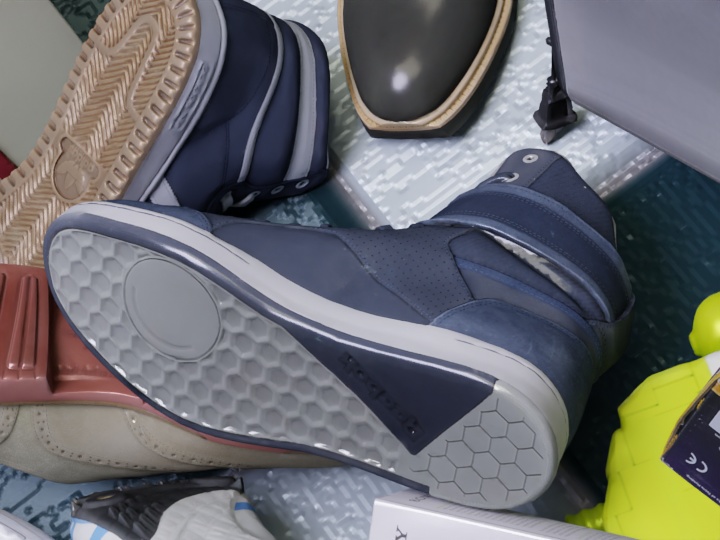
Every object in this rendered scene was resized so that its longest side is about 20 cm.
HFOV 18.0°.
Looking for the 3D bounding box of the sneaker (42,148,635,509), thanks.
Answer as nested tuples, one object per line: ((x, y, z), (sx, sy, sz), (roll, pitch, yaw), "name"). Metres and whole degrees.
((0.000, 0.002, 0.824), (0.202, 0.077, 0.146), (21, 38, 15), "sneaker")

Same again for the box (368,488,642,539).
((0.088, 0.162, 0.742), (0.199, 0.036, 0.145), (10, 93, 24), "box")

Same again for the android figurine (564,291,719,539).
((0.169, 0.078, 0.785), (0.199, 0.041, 0.183), (-23, 60, 5), "android figurine")

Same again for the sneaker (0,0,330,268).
((-0.087, -0.026, 0.914), (0.070, 0.108, 0.200), (49, 116, 28), "sneaker")

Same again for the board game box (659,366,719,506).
((0.218, 0.055, 0.702), (0.200, 0.057, 0.165), (38, 52, 10), "board game box")

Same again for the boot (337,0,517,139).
((0.014, -0.167, 0.901), (0.077, 0.138, 0.201), (-1, 65, 17), "boot")

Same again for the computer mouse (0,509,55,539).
((-0.162, 0.102, 0.863), (0.200, 0.110, 0.044), (31, 57, 16), "computer mouse")

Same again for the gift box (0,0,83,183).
((-0.219, -0.097, 0.907), (0.200, 0.187, 0.185), (27, 75, 34), "gift box")

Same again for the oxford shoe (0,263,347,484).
((-0.082, 0.046, 0.858), (0.199, 0.074, 0.071), (11, 49, -7), "oxford shoe")

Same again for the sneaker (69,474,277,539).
((-0.052, 0.116, 0.788), (0.072, 0.200, 0.073), (-7, 102, -23), "sneaker")

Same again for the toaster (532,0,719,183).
((0.153, -0.136, 0.822), (0.119, 0.200, 0.181), (36, 72, 27), "toaster")
